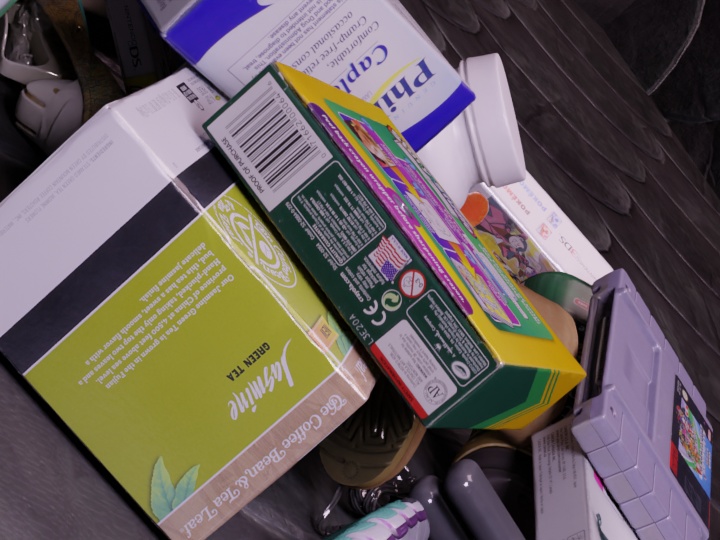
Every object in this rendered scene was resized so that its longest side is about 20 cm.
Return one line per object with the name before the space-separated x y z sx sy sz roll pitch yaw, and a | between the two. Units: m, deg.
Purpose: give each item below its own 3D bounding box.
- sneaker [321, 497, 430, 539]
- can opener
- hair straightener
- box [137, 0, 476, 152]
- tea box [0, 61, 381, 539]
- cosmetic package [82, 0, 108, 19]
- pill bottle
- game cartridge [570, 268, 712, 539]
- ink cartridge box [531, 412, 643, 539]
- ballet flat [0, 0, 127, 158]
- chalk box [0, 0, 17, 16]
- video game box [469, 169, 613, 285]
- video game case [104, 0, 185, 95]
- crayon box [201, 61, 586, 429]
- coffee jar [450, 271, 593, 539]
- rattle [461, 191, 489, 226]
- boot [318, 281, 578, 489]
sneaker | -0.006 0.184 1.161 0.088 0.074 0.200 60 27 3
can opener | 0.093 0.210 1.329 0.201 0.053 0.067 58 24 -16
hair straightener | 0.025 0.155 1.375 0.200 0.041 0.077 18 34 -56
box | -0.055 -0.167 1.321 0.200 0.105 0.184 39 12 -44
tea box | -0.092 0.012 1.182 0.197 0.133 0.200 49 14 -5
cosmetic package | -0.178 -0.231 1.576 0.103 0.088 0.200 33 9 19
pill bottle | 0.002 -0.079 1.451 0.112 0.199 0.113 -12 90 -81
game cartridge | 0.188 0.097 1.456 0.130 0.038 0.200 52 24 -17
ink cartridge box | 0.166 0.211 1.370 0.174 0.043 0.200 53 20 -25
ballet flat | -0.188 -0.113 1.369 0.071 0.071 0.200 34 22 -45
chalk box | -0.253 -0.202 1.262 0.124 0.125 0.200 41 16 -29
video game box | 0.071 -0.024 1.664 0.182 0.200 0.047 50 57 -3
video game case | -0.119 -0.115 1.458 0.200 0.025 0.182 -71 150 -73
crayon box | 0.022 -0.008 1.188 0.200 0.058 0.172 53 12 16
coffee jar | 0.127 0.105 1.528 0.104 0.085 0.201 31 51 -13
rattle | 0.000 0.000 1.484 0.142 0.131 0.201 16 53 3
boot | 0.063 0.074 1.375 0.066 0.176 0.200 11 -14 33
